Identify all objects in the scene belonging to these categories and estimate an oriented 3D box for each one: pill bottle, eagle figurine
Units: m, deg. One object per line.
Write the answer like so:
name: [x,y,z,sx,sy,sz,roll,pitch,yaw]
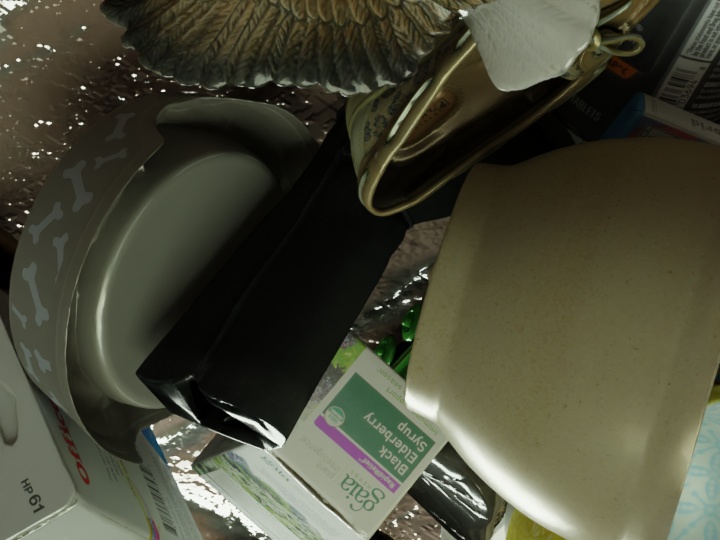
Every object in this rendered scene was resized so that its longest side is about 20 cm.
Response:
pill bottle: [0.162,-0.152,1.185,0.106,0.106,0.200,12,136,-15]
eagle figurine: [0.002,-0.145,1.036,0.200,0.152,0.151,13,155,-19]

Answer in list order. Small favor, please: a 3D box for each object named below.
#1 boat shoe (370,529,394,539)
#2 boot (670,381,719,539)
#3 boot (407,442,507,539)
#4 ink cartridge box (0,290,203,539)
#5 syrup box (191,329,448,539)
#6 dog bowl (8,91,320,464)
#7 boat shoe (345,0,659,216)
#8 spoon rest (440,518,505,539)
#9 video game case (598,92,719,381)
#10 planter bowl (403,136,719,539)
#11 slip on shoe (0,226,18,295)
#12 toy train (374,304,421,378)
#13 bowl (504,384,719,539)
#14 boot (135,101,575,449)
boat shoe: [0.032,0.209,1.545,0.069,0.057,0.200,-37,128,12]
boot: [0.159,0.111,1.453,0.201,0.144,0.071,-23,133,23]
boot: [0.091,0.078,1.430,0.073,0.151,0.200,41,168,7]
ink cartridge box: [-0.175,0.107,1.383,0.085,0.145,0.200,-30,156,6]
syrup box: [-0.023,0.096,1.358,0.079,0.081,0.200,42,164,-5]
dog bowl: [-0.100,-0.002,1.301,0.059,0.200,0.200,25,151,33]
boat shoe: [0.073,-0.095,1.141,0.073,0.063,0.200,29,130,-29]
spoon rest: [0.087,0.190,1.576,0.099,0.061,0.200,24,146,0]
video game case: [0.187,-0.002,1.249,0.200,0.018,0.143,21,132,-17]
planter bowl: [0.099,0.024,1.146,0.135,0.200,0.200,17,139,8]
slip on shoe: [-0.241,-0.026,1.339,0.061,0.076,0.200,-15,140,23]
toy train: [0.018,0.077,1.477,0.042,0.056,0.200,20,135,-22]
bowl: [0.139,0.143,1.321,0.200,0.108,0.200,-17,118,-35]
boot: [-0.001,0.000,1.243,0.165,0.200,0.066,4,138,50]
